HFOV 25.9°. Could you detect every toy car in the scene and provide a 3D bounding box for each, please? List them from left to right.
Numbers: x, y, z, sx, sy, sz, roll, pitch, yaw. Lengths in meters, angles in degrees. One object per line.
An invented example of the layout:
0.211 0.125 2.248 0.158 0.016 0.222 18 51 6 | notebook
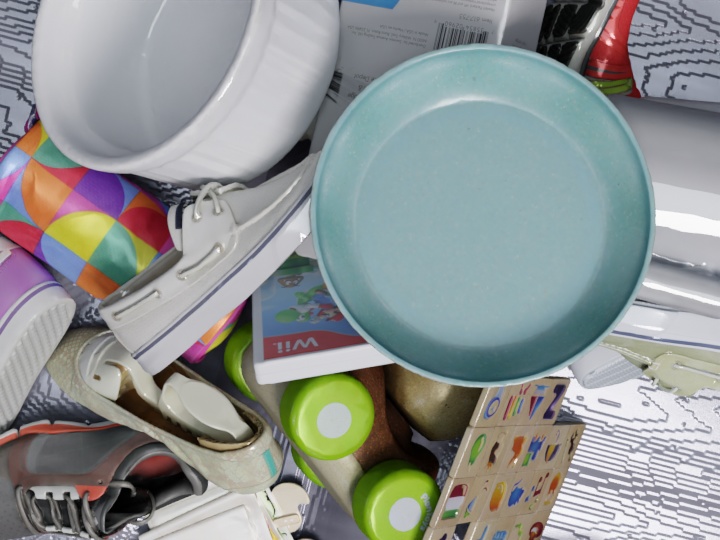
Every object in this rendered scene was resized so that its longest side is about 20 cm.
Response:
0.035 0.059 1.032 0.200 0.164 0.158 -39 110 -9 | toy car

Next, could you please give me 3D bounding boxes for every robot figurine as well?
0.203 -0.045 0.982 0.198 0.113 0.171 11 56 2 | robot figurine

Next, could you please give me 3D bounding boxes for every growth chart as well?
-0.090 0.235 1.123 0.144 0.018 0.202 -13 97 1 | growth chart

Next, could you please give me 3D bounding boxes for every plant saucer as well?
0.070 -0.030 0.910 0.198 0.036 0.202 0 80 1 | plant saucer

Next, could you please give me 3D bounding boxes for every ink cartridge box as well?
0.037 -0.096 0.993 0.115 0.068 0.202 15 95 25 | ink cartridge box

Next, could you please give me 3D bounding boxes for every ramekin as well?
-0.107 -0.148 0.991 0.199 0.097 0.202 -12 70 35 | ramekin

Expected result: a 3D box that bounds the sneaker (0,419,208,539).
-0.194 0.149 1.070 0.199 0.082 0.077 -20 120 2 | sneaker

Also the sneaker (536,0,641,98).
0.161 -0.124 1.062 0.084 0.077 0.201 13 103 -19 | sneaker

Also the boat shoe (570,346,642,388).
0.227 0.011 1.073 0.199 0.072 0.062 -30 66 3 | boat shoe

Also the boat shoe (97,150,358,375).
-0.088 -0.019 0.970 0.070 0.071 0.200 45 117 -9 | boat shoe

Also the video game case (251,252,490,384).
0.000 0.000 1.007 0.142 0.200 0.018 -10 121 1 | video game case

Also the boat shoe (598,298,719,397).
0.209 0.050 0.992 0.198 0.072 0.063 11 101 -5 | boat shoe

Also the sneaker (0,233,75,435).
-0.287 0.061 1.084 0.114 0.073 0.201 40 103 16 | sneaker

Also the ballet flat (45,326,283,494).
-0.132 0.078 1.046 0.199 0.063 0.068 27 58 22 | ballet flat

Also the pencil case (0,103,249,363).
-0.163 -0.024 1.058 0.200 0.088 0.089 38 95 -5 | pencil case

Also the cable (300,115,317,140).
0.032 -0.129 1.059 0.199 0.050 0.097 -33 89 5 | cable

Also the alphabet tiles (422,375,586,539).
0.095 0.147 1.033 0.008 0.200 0.168 24 97 27 | alphabet tiles
